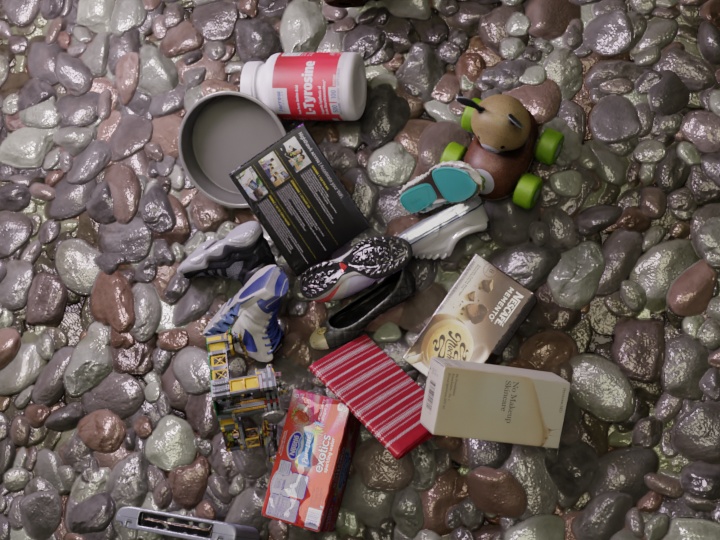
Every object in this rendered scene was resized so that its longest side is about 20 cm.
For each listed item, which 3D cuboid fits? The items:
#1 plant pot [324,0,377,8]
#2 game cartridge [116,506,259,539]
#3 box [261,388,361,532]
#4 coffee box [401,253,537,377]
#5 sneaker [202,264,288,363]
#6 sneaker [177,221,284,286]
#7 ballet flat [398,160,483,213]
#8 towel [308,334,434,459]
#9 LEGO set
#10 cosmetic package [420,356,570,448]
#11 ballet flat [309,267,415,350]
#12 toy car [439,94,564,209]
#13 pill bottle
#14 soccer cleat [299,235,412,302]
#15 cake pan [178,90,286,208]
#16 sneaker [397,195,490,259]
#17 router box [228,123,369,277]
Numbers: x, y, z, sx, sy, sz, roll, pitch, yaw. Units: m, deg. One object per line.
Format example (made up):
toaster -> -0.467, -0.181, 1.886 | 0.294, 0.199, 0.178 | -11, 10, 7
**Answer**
plant pot -> -0.018, -0.567, 1.745 | 0.198, 0.200, 0.200 | -16, 82, 10
game cartridge -> -0.264, 0.401, 1.607 | 0.198, 0.133, 0.042 | 6, 79, 15
box -> -0.072, 0.295, 1.602 | 0.099, 0.095, 0.202 | 11, 80, 16
coffee box -> 0.171, 0.091, 1.594 | 0.113, 0.080, 0.201 | 36, 89, 19
sneaker -> -0.157, 0.079, 1.660 | 0.115, 0.081, 0.199 | 39, 133, -14
sneaker -> -0.215, 0.001, 1.714 | 0.199, 0.076, 0.114 | -23, 110, 37
ballet flat -> 0.133, -0.140, 1.615 | 0.199, 0.071, 0.073 | -12, 69, 57
towel -> 0.031, 0.193, 1.588 | 0.200, 0.144, 0.023 | 43, 128, 19
LEGO set -> -0.166, 0.187, 1.603 | 0.115, 0.202, 0.154 | -9, 36, -4
cosmetic package -> 0.196, 0.194, 1.513 | 0.198, 0.073, 0.105 | 8, 95, -13
ballet flat -> -0.001, 0.058, 1.651 | 0.199, 0.057, 0.067 | -35, 42, 1
toy car -> 0.209, -0.205, 1.589 | 0.163, 0.200, 0.159 | 25, 84, 18
pill bottle -> -0.096, -0.310, 1.738 | 0.198, 0.112, 0.114 | 2, 78, 15
soccer cleat -> 0.000, 0.000, 1.643 | 0.199, 0.073, 0.069 | -23, 68, 22
cake pan -> -0.208, -0.206, 1.735 | 0.198, 0.037, 0.202 | 5, 113, 13
sneaker -> 0.115, -0.047, 1.647 | 0.199, 0.073, 0.071 | -29, 94, 16
router box -> -0.098, -0.114, 1.680 | 0.148, 0.051, 0.201 | -33, 99, 2
